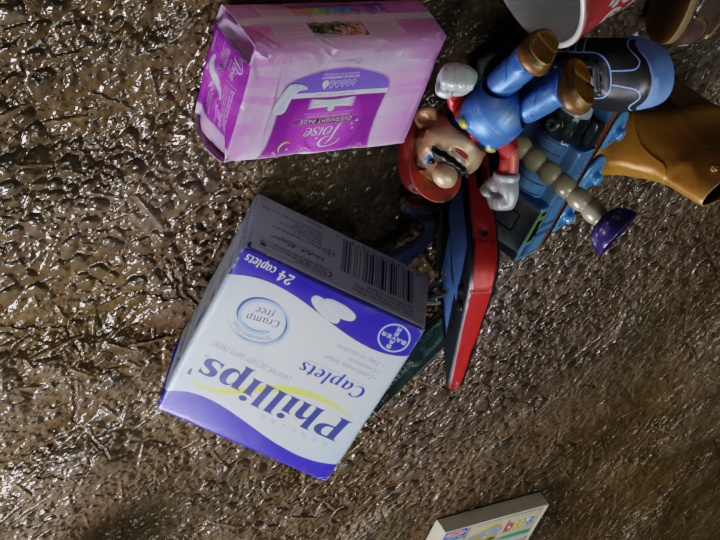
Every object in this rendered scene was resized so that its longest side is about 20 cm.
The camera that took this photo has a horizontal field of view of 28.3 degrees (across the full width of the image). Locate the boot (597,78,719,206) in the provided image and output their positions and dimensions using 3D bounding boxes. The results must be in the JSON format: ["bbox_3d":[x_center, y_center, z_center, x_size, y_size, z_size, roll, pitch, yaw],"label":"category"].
[{"bbox_3d":[0.305,-0.113,1.483,0.200,0.144,0.071,-29,144,-11],"label":"boot"}]

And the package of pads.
[{"bbox_3d":[-0.034,-0.159,1.189,0.199,0.076,0.121,-10,136,-34],"label":"package of pads"}]

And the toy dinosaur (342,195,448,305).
[{"bbox_3d":[0.000,0.000,1.435,0.181,0.200,0.105,-42,106,-25],"label":"toy dinosaur"}]

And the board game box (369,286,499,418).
[{"bbox_3d":[0.051,0.093,1.492,0.200,0.028,0.135,-42,179,-27],"label":"board game box"}]

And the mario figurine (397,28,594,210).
[{"bbox_3d":[0.106,-0.115,1.237,0.106,0.124,0.200,-22,170,-48],"label":"mario figurine"}]

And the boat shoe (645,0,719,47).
[{"bbox_3d":[0.346,-0.302,1.370,0.070,0.071,0.201,-4,142,-29],"label":"boat shoe"}]

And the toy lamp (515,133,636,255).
[{"bbox_3d":[0.166,-0.099,1.332,0.058,0.200,0.058,-43,170,-9],"label":"toy lamp"}]

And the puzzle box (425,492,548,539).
[{"bbox_3d":[0.167,0.386,2.036,0.199,0.025,0.134,-8,135,-36],"label":"puzzle box"}]

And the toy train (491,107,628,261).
[{"bbox_3d":[0.190,-0.106,1.419,0.114,0.087,0.201,-26,150,-52],"label":"toy train"}]

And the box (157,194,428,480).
[{"bbox_3d":[-0.062,0.065,1.324,0.183,0.105,0.201,25,119,-11],"label":"box"}]

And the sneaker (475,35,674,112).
[{"bbox_3d":[0.186,-0.173,1.276,0.077,0.199,0.071,-17,107,-32],"label":"sneaker"}]

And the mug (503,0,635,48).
[{"bbox_3d":[0.216,-0.297,1.243,0.199,0.177,0.134,-30,105,-17],"label":"mug"}]

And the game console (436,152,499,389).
[{"bbox_3d":[0.096,-0.014,1.379,0.031,0.201,0.178,7,136,-7],"label":"game console"}]
